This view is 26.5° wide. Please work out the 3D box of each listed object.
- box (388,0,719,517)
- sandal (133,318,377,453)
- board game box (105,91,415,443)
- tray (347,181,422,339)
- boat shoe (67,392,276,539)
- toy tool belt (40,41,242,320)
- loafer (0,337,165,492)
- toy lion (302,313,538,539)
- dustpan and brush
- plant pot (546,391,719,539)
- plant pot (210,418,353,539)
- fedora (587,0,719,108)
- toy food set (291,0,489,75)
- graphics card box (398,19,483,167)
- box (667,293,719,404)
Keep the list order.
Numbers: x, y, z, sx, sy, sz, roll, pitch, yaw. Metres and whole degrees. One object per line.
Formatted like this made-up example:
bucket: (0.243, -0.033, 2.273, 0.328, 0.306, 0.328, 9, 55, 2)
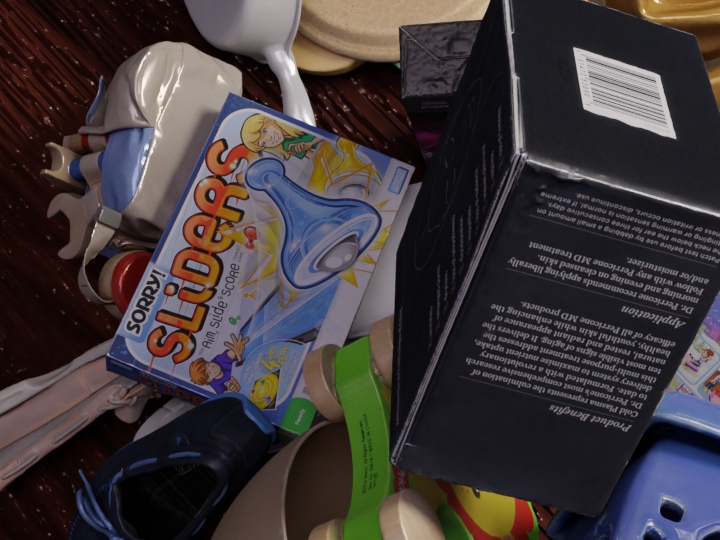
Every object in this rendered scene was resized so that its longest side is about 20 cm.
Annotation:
box: (0.100, -0.016, 0.813, 0.124, 0.197, 0.200, 16, 34, -8)
sandal: (-0.053, 0.093, 1.016, 0.202, 0.082, 0.050, -25, 117, -2)
board game box: (-0.062, -0.003, 0.986, 0.135, 0.034, 0.200, 21, 68, 0)
tray: (0.000, 0.000, 1.032, 0.200, 0.022, 0.107, -12, 61, 15)
boat shoe: (-0.135, 0.140, 0.951, 0.084, 0.200, 0.069, 40, 39, -2)
toy tool belt: (-0.157, -0.057, 1.058, 0.123, 0.125, 0.200, -7, 65, 50)
loafer: (-0.176, 0.085, 1.036, 0.200, 0.072, 0.063, -25, 88, 8)
toy lion: (0.048, 0.132, 0.913, 0.069, 0.192, 0.200, -27, 42, 24)
dustpan and brush: (-0.071, -0.174, 1.073, 0.057, 0.140, 0.200, -2, 74, -31)
plant pot: (0.198, 0.190, 0.852, 0.200, 0.200, 0.180, 20, 55, -3)
plant pot: (-0.025, 0.207, 0.924, 0.134, 0.200, 0.200, -31, 69, 29)
fedora: (0.229, -0.202, 1.028, 0.200, 0.082, 0.201, 0, 87, 1)
toy food set: (0.026, -0.234, 1.104, 0.198, 0.049, 0.200, 1, 73, 8)
graphics card box: (0.096, -0.106, 0.977, 0.125, 0.200, 0.051, -2, 77, 7)
box: (0.182, 0.037, 0.977, 0.200, 0.039, 0.137, 49, 115, 17)
